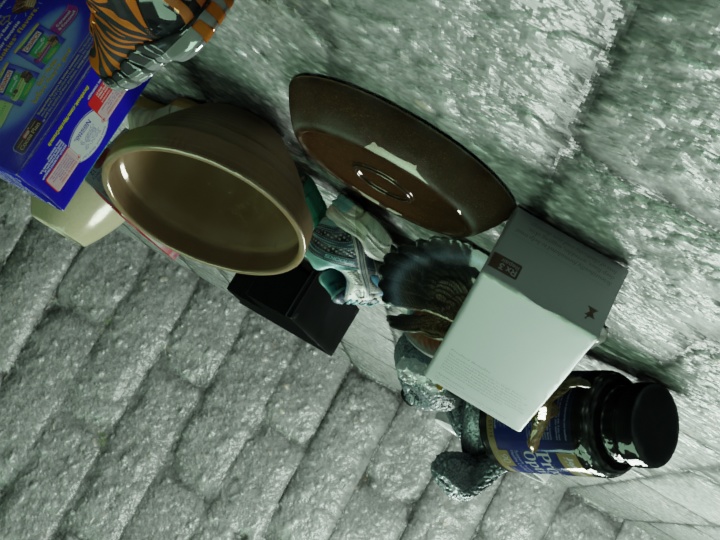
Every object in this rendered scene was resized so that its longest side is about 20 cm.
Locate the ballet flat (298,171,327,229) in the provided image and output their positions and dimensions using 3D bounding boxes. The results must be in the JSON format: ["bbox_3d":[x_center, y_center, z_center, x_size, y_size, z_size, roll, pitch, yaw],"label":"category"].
[{"bbox_3d":[-0.115,-0.099,1.227,0.199,0.067,0.071,25,146,34],"label":"ballet flat"}]

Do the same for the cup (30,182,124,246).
[{"bbox_3d":[-0.459,-0.126,1.947,0.199,0.144,0.200,30,172,5],"label":"cup"}]

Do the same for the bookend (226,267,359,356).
[{"bbox_3d":[-0.129,0.026,1.882,0.199,0.093,0.199,28,170,26],"label":"bookend"}]

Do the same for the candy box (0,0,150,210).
[{"bbox_3d":[-0.287,-0.167,0.997,0.199,0.170,0.077,26,168,27],"label":"candy box"}]

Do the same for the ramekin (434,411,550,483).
[{"bbox_3d":[0.224,0.234,1.843,0.199,0.106,0.200,30,171,5],"label":"ramekin"}]

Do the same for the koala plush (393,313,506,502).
[{"bbox_3d":[0.120,0.132,1.434,0.200,0.184,0.178,42,-152,-13],"label":"koala plush"}]

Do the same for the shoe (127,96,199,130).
[{"bbox_3d":[-0.188,-0.140,1.218,0.070,0.054,0.199,35,171,-34],"label":"shoe"}]

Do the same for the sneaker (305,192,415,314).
[{"bbox_3d":[0.000,0.000,1.229,0.078,0.086,0.200,41,176,39],"label":"sneaker"}]

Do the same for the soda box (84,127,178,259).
[{"bbox_3d":[-0.221,-0.076,1.259,0.063,0.070,0.200,41,175,14],"label":"soda box"}]

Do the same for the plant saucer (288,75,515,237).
[{"bbox_3d":[0.023,-0.079,0.913,0.199,0.035,0.200,31,172,5],"label":"plant saucer"}]

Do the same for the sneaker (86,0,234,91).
[{"bbox_3d":[-0.167,-0.191,0.811,0.112,0.078,0.199,38,159,-23],"label":"sneaker"}]

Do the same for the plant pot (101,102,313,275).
[{"bbox_3d":[-0.129,-0.087,1.094,0.198,0.094,0.202,15,152,8],"label":"plant pot"}]

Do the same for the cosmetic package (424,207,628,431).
[{"bbox_3d":[0.126,0.045,0.950,0.101,0.074,0.200,30,150,4],"label":"cosmetic package"}]

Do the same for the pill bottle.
[{"bbox_3d":[0.231,0.162,1.266,0.111,0.113,0.199,35,154,-33],"label":"pill bottle"}]

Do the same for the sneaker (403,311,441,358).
[{"bbox_3d":[0.130,0.085,1.266,0.199,0.072,0.080,20,164,42],"label":"sneaker"}]

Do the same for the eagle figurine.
[{"bbox_3d":[0.115,0.060,1.125,0.150,0.152,0.200,-6,-133,-50],"label":"eagle figurine"}]
